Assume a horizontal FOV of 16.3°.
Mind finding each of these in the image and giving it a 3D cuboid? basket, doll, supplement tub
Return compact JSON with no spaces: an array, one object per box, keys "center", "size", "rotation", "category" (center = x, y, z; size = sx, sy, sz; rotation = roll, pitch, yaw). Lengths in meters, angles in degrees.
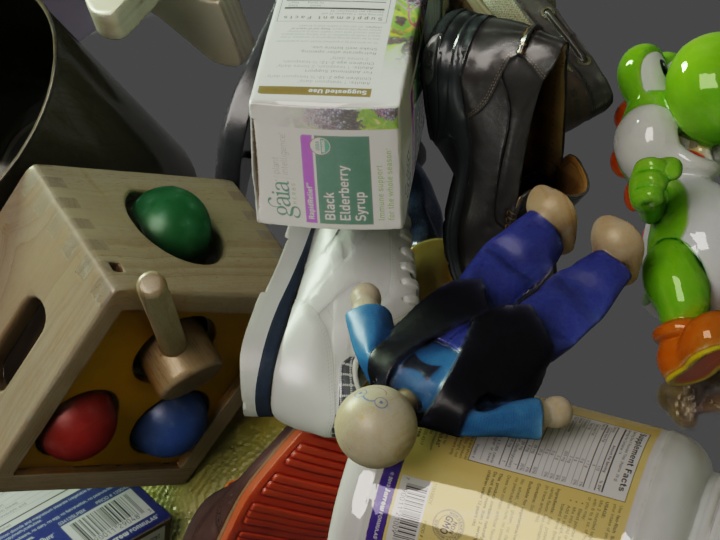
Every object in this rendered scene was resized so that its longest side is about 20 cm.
[{"center":[-0.192,-0.061,1.475],"size":[0.180,0.200,0.136],"rotation":[-41,60,13],"category":"basket"},{"center":[0.053,0.033,1.238],"size":[0.136,0.049,0.200],"rotation":[26,48,25],"category":"doll"},{"center":[0.095,0.138,1.263],"size":[0.200,0.145,0.146],"rotation":[14,81,12],"category":"supplement tub"}]

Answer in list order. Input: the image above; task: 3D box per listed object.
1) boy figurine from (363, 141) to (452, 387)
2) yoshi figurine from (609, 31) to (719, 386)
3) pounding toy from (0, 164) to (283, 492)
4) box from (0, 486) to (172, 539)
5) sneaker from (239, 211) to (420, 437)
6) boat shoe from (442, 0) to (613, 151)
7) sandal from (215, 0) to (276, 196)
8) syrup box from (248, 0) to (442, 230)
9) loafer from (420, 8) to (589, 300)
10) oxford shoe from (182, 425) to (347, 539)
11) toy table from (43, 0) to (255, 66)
[{"center":[0.021,0.023,1.411],"size":[0.124,0.064,0.200],"rotation":[-23,62,17],"category":"boy figurine"},{"center":[0.189,-0.044,1.321],"size":[0.112,0.112,0.200],"rotation":[-16,64,7],"category":"yoshi figurine"},{"center":[-0.128,0.033,1.387],"size":[0.200,0.184,0.142],"rotation":[-54,56,27],"category":"pounding toy"},{"center":[-0.219,0.123,1.490],"size":[0.121,0.032,0.200],"rotation":[-28,52,-31],"category":"box"},{"center":[0.000,0.000,1.350],"size":[0.080,0.076,0.200],"rotation":[12,64,14],"category":"sneaker"},{"center":[0.081,-0.140,1.431],"size":[0.065,0.073,0.200],"rotation":[-13,47,-16],"category":"boat shoe"},{"center":[-0.038,-0.127,1.491],"size":[0.043,0.076,0.200],"rotation":[22,86,6],"category":"sandal"},{"center":[-0.004,-0.112,1.332],"size":[0.081,0.079,0.200],"rotation":[2,39,7],"category":"syrup box"},{"center":[0.085,-0.042,1.333],"size":[0.072,0.200,0.073],"rotation":[8,40,29],"category":"loafer"},{"center":[-0.057,0.130,1.398],"size":[0.200,0.071,0.073],"rotation":[-54,37,21],"category":"oxford shoe"},{"center":[-0.139,-0.208,1.517],"size":[0.117,0.184,0.200],"rotation":[9,57,33],"category":"toy table"}]
